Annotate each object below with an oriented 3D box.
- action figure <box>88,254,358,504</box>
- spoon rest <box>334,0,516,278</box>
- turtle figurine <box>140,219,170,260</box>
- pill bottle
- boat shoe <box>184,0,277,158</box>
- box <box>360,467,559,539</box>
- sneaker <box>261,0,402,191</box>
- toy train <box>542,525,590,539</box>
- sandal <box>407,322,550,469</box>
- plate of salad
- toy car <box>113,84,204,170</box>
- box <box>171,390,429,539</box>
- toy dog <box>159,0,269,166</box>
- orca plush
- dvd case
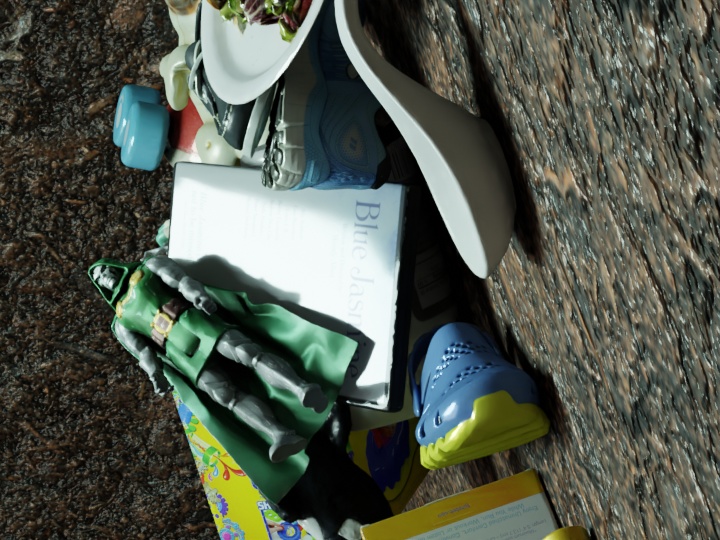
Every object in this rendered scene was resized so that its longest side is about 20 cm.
[{"bbox_3d":[-0.104,0.047,1.361,0.200,0.118,0.055,34,-170,31],"label":"action figure"},{"bbox_3d":[0.032,-0.090,1.109,0.099,0.061,0.200,-157,50,-83],"label":"spoon rest"},{"bbox_3d":[-0.079,-0.018,1.736,0.150,0.200,0.101,44,128,10],"label":"turtle figurine"},{"bbox_3d":[0.000,0.000,1.434,0.114,0.114,0.200,-146,38,-81],"label":"pill bottle"},{"bbox_3d":[-0.085,-0.131,1.372,0.200,0.060,0.076,-96,24,-69],"label":"boat shoe"},{"bbox_3d":[0.087,0.232,1.301,0.041,0.119,0.200,83,168,-64],"label":"box"},{"bbox_3d":[-0.010,-0.108,1.353,0.200,0.090,0.078,-84,9,-50],"label":"sneaker"},{"bbox_3d":[0.131,0.222,1.162,0.200,0.056,0.150,-143,36,-80],"label":"toy train"},{"bbox_3d":[0.062,0.072,1.272,0.200,0.079,0.087,136,120,-82],"label":"sandal"},{"bbox_3d":[-0.059,-0.198,1.259,0.200,0.048,0.200,-39,44,50],"label":"plate of salad"},{"bbox_3d":[-0.117,-0.187,1.957,0.177,0.184,0.200,-126,47,-72],"label":"toy car"},{"bbox_3d":[-0.036,0.090,1.599,0.200,0.122,0.193,-50,-52,-57],"label":"box"},{"bbox_3d":[-0.102,-0.178,1.781,0.194,0.139,0.200,168,84,-72],"label":"toy dog"},{"bbox_3d":[-0.029,0.104,1.413,0.105,0.071,0.200,14,-142,-50],"label":"orca plush"},{"bbox_3d":[-0.049,0.008,1.363,0.200,0.018,0.143,7,94,38],"label":"dvd case"}]
